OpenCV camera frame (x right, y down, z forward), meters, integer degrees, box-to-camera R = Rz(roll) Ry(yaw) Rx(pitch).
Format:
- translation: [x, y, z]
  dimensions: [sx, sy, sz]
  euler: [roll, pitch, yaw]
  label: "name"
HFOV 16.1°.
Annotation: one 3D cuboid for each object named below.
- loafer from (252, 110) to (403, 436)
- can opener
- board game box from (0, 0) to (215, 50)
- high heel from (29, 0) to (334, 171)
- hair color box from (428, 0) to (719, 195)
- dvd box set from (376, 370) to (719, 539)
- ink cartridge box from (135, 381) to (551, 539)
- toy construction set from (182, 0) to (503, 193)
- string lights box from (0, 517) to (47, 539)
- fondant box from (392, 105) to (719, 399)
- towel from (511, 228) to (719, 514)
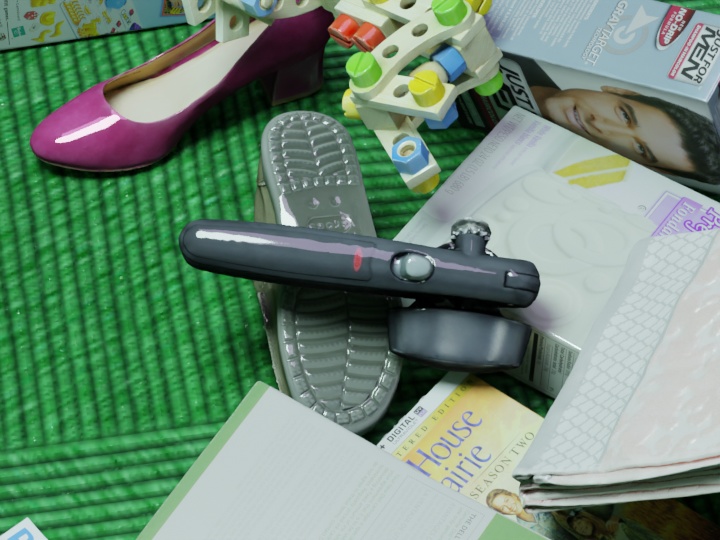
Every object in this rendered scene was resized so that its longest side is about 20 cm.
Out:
- translation: [-0.022, 0.009, 1.442]
  dimensions: [0.075, 0.070, 0.201]
  euler: [1, 63, -14]
  label: "loafer"
- translation: [0.000, 0.000, 1.370]
  dimensions: [0.199, 0.063, 0.079]
  euler: [13, 74, -6]
  label: "can opener"
- translation: [-0.161, -0.222, 1.613]
  dimensions: [0.199, 0.105, 0.103]
  euler: [-9, 49, -11]
  label: "board game box"
- translation: [-0.107, -0.125, 1.533]
  dimensions: [0.199, 0.096, 0.067]
  euler: [-15, 51, -16]
  label: "high heel"
- translation: [0.139, -0.114, 1.495]
  dimensions: [0.199, 0.099, 0.061]
  euler: [17, 65, 32]
  label: "hair color box"
- translation: [0.087, 0.149, 1.341]
  dimensions: [0.200, 0.029, 0.146]
  euler: [32, 55, 23]
  label: "dvd box set"
- translation: [-0.010, 0.160, 1.284]
  dimensions: [0.200, 0.048, 0.146]
  euler: [28, 62, 20]
  label: "ink cartridge box"
- translation: [-0.001, -0.136, 1.457]
  dimensions: [0.200, 0.092, 0.131]
  euler: [32, 73, 27]
  label: "toy construction set"
- translation: [-0.209, 0.220, 1.246]
  dimensions: [0.200, 0.059, 0.103]
  euler: [-34, 58, -28]
  label: "string lights box"
- translation: [0.134, 0.004, 1.455]
  dimensions: [0.200, 0.058, 0.144]
  euler: [28, 53, 20]
  label: "fondant box"
- translation: [0.185, 0.038, 1.296]
  dimensions: [0.191, 0.032, 0.200]
  euler: [-12, 34, 44]
  label: "towel"
